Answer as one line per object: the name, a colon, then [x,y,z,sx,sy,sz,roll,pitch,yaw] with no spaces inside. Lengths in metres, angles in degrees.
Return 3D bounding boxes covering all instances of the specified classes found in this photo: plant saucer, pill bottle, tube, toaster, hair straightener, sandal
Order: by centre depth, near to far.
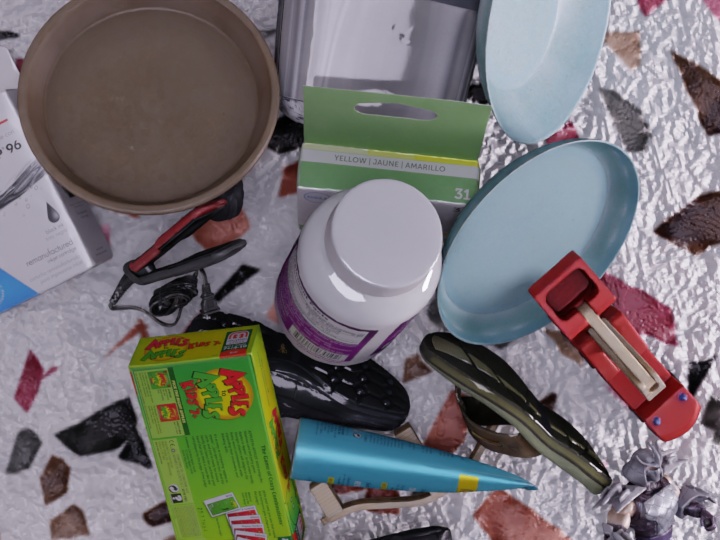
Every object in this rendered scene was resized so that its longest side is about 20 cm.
plant saucer: [-0.162,-0.132,1.144,0.199,0.029,0.201,1,71,-4]
pill bottle: [0.000,0.000,1.153,0.112,0.200,0.113,3,73,-11]
plant saucer: [0.138,-0.202,1.178,0.039,0.201,0.202,18,95,33]
hair straightener: [-0.149,0.010,1.192,0.041,0.200,0.077,-28,89,-41]
plant saucer: [0.138,-0.026,1.195,0.200,0.200,0.027,-44,53,3]
toaster: [0.018,-0.172,1.200,0.199,0.114,0.130,11,98,-10]
sandal: [0.122,0.127,1.217,0.201,0.080,0.057,41,107,-12]
tube: [0.043,0.161,1.220,0.199,0.077,0.051,9,87,-2]

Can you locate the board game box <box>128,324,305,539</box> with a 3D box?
board game box: [-0.114,0.147,1.216,0.101,0.048,0.201,-7,117,8]

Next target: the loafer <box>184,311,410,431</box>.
loafer: [-0.057,0.094,1.250,0.200,0.068,0.071,19,130,-7]

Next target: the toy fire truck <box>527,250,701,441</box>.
toy fire truck: [0.208,0.066,1.194,0.049,0.141,0.200,-42,100,3]

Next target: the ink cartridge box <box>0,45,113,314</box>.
ink cartridge box: [-0.304,-0.072,1.225,0.116,0.068,0.201,-26,94,8]

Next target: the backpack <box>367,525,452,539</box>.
backpack: [0.018,0.330,1.235,0.162,0.154,0.201,-14,73,-4]

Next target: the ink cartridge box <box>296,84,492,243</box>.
ink cartridge box: [0.022,-0.077,1.164,0.145,0.200,0.048,6,74,0]

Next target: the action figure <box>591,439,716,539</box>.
action figure: [0.247,0.234,1.238,0.130,0.069,0.201,-18,110,-33]

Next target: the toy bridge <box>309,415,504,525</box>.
toy bridge: [0.052,0.163,1.268,0.200,0.027,0.067,-32,95,1]

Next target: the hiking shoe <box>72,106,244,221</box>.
hiking shoe: [-0.181,-0.093,1.187,0.200,0.076,0.101,39,52,23]
